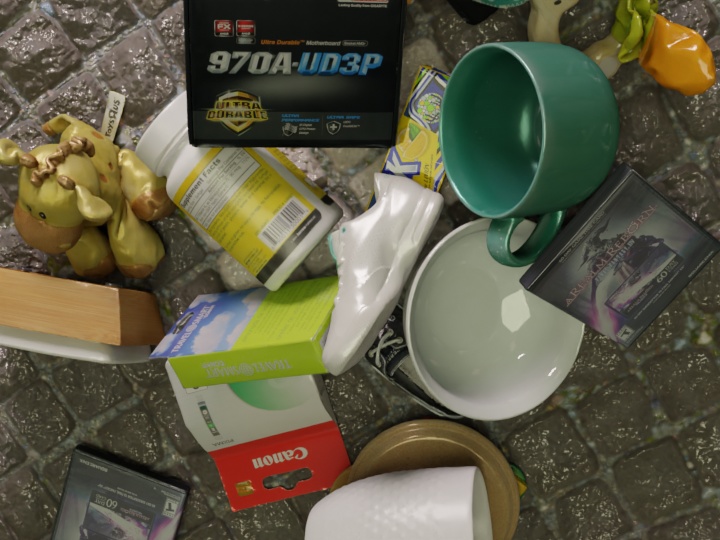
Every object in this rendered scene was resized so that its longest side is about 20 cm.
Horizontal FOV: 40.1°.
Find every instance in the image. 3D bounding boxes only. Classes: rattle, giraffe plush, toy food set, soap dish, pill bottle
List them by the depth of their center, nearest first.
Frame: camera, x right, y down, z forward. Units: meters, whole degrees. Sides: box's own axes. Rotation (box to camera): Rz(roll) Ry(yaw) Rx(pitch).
[{"bbox_3d":[0.200,-0.221,0.882,0.199,0.144,0.130,22,133,-37],"label":"rattle"},{"bbox_3d":[-0.125,-0.085,1.008,0.200,0.114,0.114,43,105,-2],"label":"pill bottle"},{"bbox_3d":[-0.289,-0.077,1.009,0.171,0.162,0.202,3,104,8],"label":"giraffe plush"},{"bbox_3d":[-0.321,0.045,1.053,0.198,0.157,0.082,9,87,6],"label":"soap dish"},{"bbox_3d":[0.079,0.256,1.085,0.197,0.049,0.200,38,104,-3],"label":"toy food set"}]

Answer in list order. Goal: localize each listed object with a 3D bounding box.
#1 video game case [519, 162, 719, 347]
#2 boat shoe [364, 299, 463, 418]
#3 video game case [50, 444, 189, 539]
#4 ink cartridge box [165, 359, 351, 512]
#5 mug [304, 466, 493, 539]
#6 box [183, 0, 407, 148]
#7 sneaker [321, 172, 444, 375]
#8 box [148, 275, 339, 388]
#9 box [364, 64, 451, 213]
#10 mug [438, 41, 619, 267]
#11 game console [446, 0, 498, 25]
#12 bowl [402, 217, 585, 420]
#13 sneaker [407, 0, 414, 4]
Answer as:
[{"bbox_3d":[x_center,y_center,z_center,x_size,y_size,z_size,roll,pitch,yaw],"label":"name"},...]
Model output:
[{"bbox_3d":[0.255,-0.007,0.948,0.199,0.019,0.143,25,110,-44],"label":"video game case"},{"bbox_3d":[0.039,0.084,1.044,0.200,0.068,0.072,43,105,-1],"label":"boat shoe"},{"bbox_3d":[-0.295,0.321,1.168,0.142,0.019,0.202,19,104,4],"label":"video game case"},{"bbox_3d":[-0.110,0.170,1.099,0.160,0.050,0.202,-16,98,12],"label":"ink cartridge box"},{"bbox_3d":[0.045,0.296,1.011,0.174,0.148,0.201,-6,133,14],"label":"mug"},{"bbox_3d":[-0.061,-0.194,0.909,0.198,0.046,0.160,0,120,-7],"label":"box"},{"bbox_3d":[0.000,0.000,0.940,0.088,0.075,0.201,27,76,7],"label":"sneaker"},{"bbox_3d":[-0.104,0.062,1.013,0.198,0.122,0.048,-9,119,27],"label":"box"},{"bbox_3d":[0.055,-0.102,0.999,0.064,0.070,0.202,22,105,4],"label":"box"},{"bbox_3d":[0.155,-0.116,0.904,0.114,0.152,0.186,-9,138,-30],"label":"mug"},{"bbox_3d":[0.130,-0.319,0.884,0.177,0.200,0.031,-41,61,14],"label":"game console"},{"bbox_3d":[0.120,0.042,0.993,0.199,0.090,0.203,-3,98,-21],"label":"bowl"},{"bbox_3d":[-0.003,-0.273,0.944,0.200,0.077,0.078,-51,47,3],"label":"sneaker"}]
